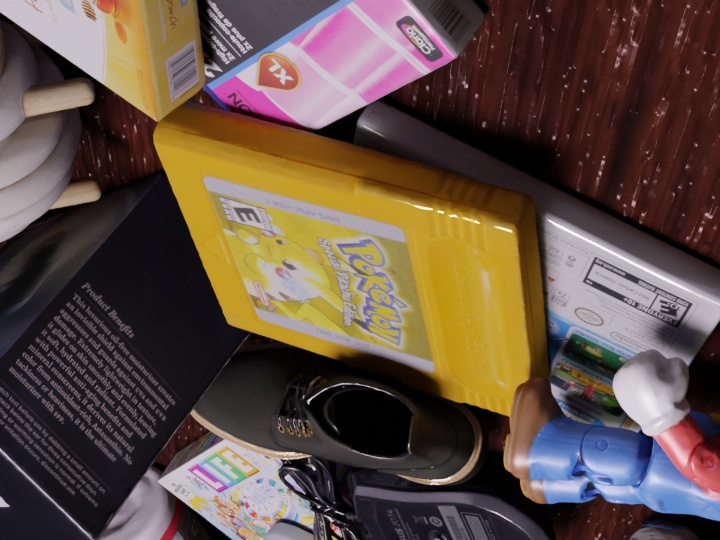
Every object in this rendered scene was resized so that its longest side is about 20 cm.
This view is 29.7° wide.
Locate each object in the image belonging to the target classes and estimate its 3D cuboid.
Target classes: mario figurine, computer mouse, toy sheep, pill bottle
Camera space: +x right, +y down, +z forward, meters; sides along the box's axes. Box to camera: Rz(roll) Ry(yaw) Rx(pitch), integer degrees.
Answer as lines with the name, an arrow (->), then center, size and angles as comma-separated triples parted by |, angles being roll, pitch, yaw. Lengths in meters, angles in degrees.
mario figurine -> 0.181, 0.086, 0.681 | 0.200, 0.123, 0.106 | 8, 101, 23
computer mouse -> 0.046, 0.155, 0.910 | 0.200, 0.053, 0.139 | 5, 129, 33
toy sheep -> -0.219, -0.076, 0.766 | 0.138, 0.138, 0.200 | 26, 145, 12
pill bottle -> -0.179, 0.275, 1.225 | 0.111, 0.111, 0.200 | 7, 139, 36

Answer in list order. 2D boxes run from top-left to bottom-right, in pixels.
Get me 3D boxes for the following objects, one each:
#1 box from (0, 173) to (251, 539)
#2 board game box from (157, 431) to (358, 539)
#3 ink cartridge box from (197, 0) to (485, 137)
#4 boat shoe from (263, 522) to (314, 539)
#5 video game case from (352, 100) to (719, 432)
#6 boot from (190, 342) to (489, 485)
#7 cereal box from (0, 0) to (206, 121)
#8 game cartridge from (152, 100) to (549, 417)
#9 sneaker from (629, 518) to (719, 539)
box -> -0.196, 0.059, 0.867 | 0.200, 0.198, 0.123 | -13, 124, 49
board game box -> -0.066, 0.173, 1.058 | 0.134, 0.034, 0.200 | 40, 148, -9
ink cartridge box -> -0.038, -0.114, 0.651 | 0.095, 0.037, 0.200 | 46, 148, -18
boat shoe -> -0.010, 0.282, 1.042 | 0.200, 0.071, 0.072 | 46, 150, -3
video game case -> 0.077, 0.013, 0.726 | 0.200, 0.024, 0.182 | 27, 148, 9
boot -> -0.034, 0.077, 0.813 | 0.200, 0.078, 0.138 | 6, 171, 20
cereal box -> -0.160, -0.174, 0.639 | 0.200, 0.040, 0.144 | 34, 150, 23
game cartridge -> 0.000, 0.000, 0.717 | 0.200, 0.032, 0.176 | 18, 149, 24
sneaker -> 0.193, 0.195, 0.756 | 0.075, 0.088, 0.200 | 50, 162, -3
